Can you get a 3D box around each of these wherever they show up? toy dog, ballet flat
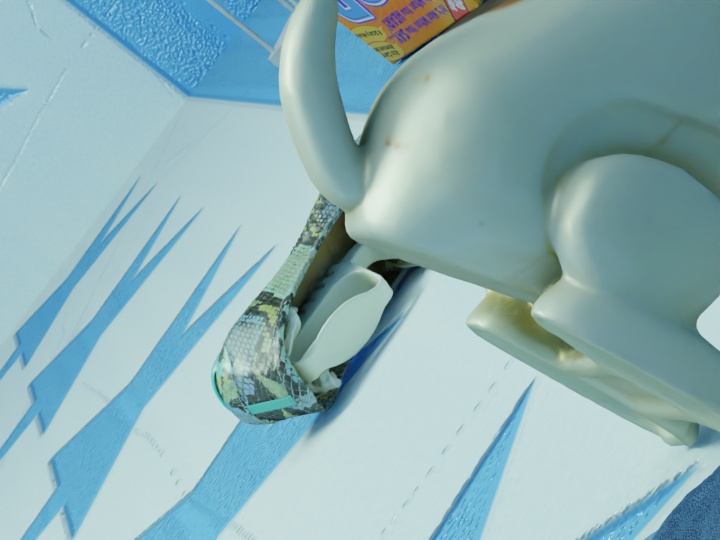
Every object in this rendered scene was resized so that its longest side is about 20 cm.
[{"bbox_3d":[0.090,-0.069,0.867,0.201,0.193,0.140,-60,-2,-7],"label":"toy dog"},{"bbox_3d":[0.000,0.000,1.483,0.201,0.074,0.074,-60,11,-29],"label":"ballet flat"}]

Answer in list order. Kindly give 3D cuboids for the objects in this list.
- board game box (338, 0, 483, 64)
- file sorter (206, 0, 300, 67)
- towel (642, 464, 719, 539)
[{"bbox_3d":[0.028,-0.297,2.007,0.200,0.200,0.200,-55,9,-16],"label":"board game box"},{"bbox_3d":[-0.055,-0.327,2.805,0.200,0.124,0.139,-49,9,26],"label":"file sorter"},{"bbox_3d":[0.126,0.045,0.665,0.200,0.048,0.112,-47,11,29],"label":"towel"}]
